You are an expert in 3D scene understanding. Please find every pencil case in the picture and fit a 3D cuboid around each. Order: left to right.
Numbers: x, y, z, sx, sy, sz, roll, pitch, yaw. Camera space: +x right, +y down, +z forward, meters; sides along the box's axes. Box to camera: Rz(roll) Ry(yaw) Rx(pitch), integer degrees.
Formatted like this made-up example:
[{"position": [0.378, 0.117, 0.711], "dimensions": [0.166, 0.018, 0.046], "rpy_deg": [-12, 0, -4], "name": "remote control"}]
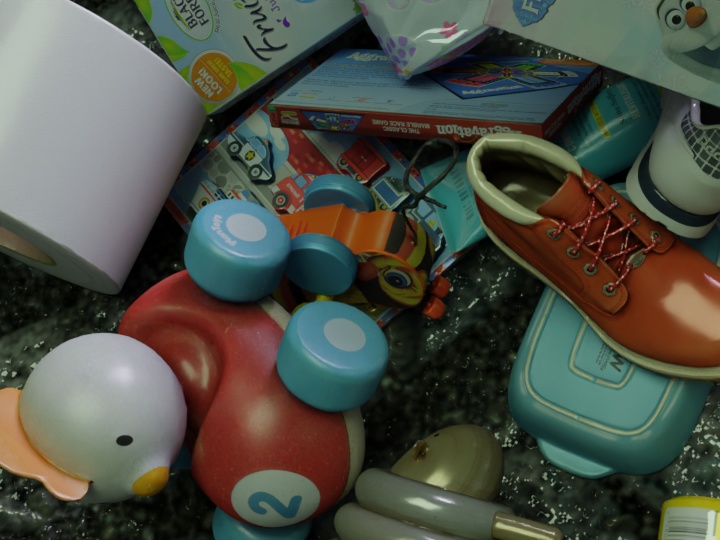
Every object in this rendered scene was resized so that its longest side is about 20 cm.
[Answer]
[{"position": [0.016, -0.225, 0.867], "dimensions": [0.090, 0.083, 0.201], "rpy_deg": [-30, 95, 0], "name": "pencil case"}]

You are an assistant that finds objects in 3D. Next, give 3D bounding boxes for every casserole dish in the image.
[{"position": [0.165, 0.029, 0.834], "dimensions": [0.120, 0.039, 0.201], "rpy_deg": [20, 78, 24], "name": "casserole dish"}]

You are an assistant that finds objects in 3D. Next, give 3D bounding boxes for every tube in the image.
[{"position": [0.138, -0.080, 0.880], "dimensions": [0.199, 0.051, 0.078], "rpy_deg": [-25, 44, 10], "name": "tube"}]

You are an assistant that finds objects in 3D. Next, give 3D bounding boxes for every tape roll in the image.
[{"position": [-0.222, -0.089, 0.912], "dimensions": [0.201, 0.203, 0.140], "rpy_deg": [20, 77, 23], "name": "tape roll"}]

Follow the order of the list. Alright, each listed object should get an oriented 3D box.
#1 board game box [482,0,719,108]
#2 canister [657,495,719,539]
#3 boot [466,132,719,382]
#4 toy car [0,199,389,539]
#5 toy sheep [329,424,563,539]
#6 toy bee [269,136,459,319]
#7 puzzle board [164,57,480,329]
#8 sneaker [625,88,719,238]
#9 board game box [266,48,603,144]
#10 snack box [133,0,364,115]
[{"position": [0.185, -0.185, 0.660], "dimensions": [0.197, 0.043, 0.201], "rpy_deg": [20, 108, 1], "name": "board game box"}, {"position": [0.216, 0.231, 0.713], "dimensions": [0.147, 0.087, 0.202], "rpy_deg": [6, 70, 20], "name": "canister"}, {"position": [0.142, -0.009, 0.776], "dimensions": [0.199, 0.107, 0.075], "rpy_deg": [34, 83, 24], "name": "boot"}, {"position": [-0.116, 0.090, 0.773], "dimensions": [0.199, 0.185, 0.177], "rpy_deg": [-20, 55, -40], "name": "toy car"}, {"position": [0.037, 0.185, 0.767], "dimensions": [0.137, 0.138, 0.202], "rpy_deg": [13, 80, 22], "name": "toy sheep"}, {"position": [0.000, 0.000, 0.853], "dimensions": [0.199, 0.109, 0.131], "rpy_deg": [6, 56, 52], "name": "toy bee"}, {"position": [-0.035, -0.039, 0.936], "dimensions": [0.151, 0.017, 0.200], "rpy_deg": [-41, 63, -1], "name": "puzzle board"}, {"position": [0.215, -0.110, 0.782], "dimensions": [0.076, 0.081, 0.201], "rpy_deg": [22, 52, -1], "name": "sneaker"}, {"position": [0.048, -0.116, 0.888], "dimensions": [0.199, 0.020, 0.103], "rpy_deg": [8, 35, 30], "name": "board game box"}, {"position": [-0.060, -0.222, 0.946], "dimensions": [0.199, 0.053, 0.143], "rpy_deg": [-31, 94, 13], "name": "snack box"}]
